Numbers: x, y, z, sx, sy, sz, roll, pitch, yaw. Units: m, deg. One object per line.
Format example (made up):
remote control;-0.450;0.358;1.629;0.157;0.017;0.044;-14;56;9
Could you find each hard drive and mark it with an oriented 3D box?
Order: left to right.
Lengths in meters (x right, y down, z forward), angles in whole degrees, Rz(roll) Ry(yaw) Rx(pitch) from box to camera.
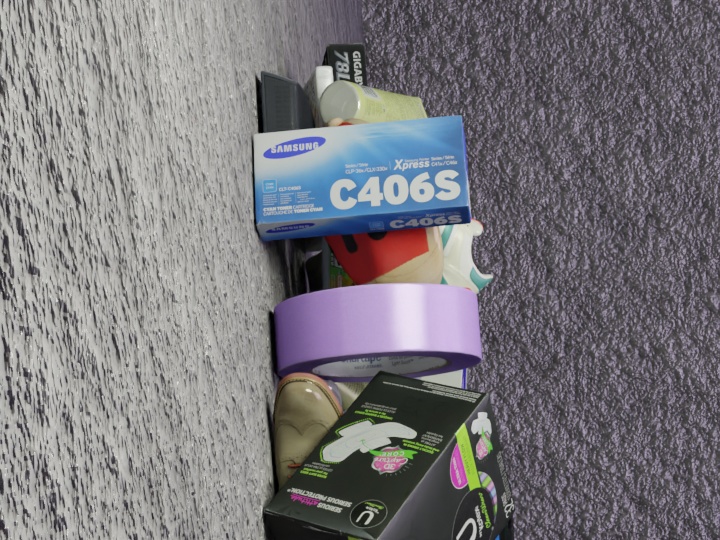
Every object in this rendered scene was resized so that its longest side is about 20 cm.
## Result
hard drive;-0.070;-0.116;1.662;0.200;0.042;0.136;70;16;-76

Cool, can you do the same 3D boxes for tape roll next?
tape roll;0.016;0.063;1.563;0.200;0.198;0.066;68;17;-78

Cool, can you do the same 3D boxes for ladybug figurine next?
ladybug figurine;0.007;-0.054;1.588;0.135;0.072;0.201;-28;-92;52

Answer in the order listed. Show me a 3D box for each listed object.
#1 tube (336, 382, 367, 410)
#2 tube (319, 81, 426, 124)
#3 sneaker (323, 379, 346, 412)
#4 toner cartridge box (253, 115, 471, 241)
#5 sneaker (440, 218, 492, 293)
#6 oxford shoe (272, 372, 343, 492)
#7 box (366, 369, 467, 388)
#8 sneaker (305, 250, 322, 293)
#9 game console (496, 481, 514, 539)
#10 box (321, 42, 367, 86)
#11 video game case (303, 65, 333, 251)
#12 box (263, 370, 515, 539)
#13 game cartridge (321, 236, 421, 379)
tube;-0.008;0.138;1.735;0.200;0.058;0.052;47;64;-25
tube;0.028;-0.166;1.768;0.199;0.052;0.058;3;103;-58
sneaker;-0.039;0.181;1.657;0.200;0.074;0.083;56;34;-60
toner cartridge box;0.001;-0.086;1.512;0.043;0.198;0.096;75;11;-67
sneaker;0.083;-0.055;1.825;0.070;0.093;0.201;-157;-138;-80
oxford shoe;-0.045;0.190;1.483;0.075;0.070;0.201;-76;161;-61
box;0.034;0.102;1.886;0.200;0.182;0.106;-1;94;-85
sneaker;0.000;0.000;1.840;0.200;0.084;0.076;-177;-101;-73
game console;0.101;0.319;1.694;0.170;0.118;0.202;16;-66;59
box;-0.022;-0.133;1.885;0.199;0.049;0.202;111;-26;-71
video game case;-0.049;-0.122;1.843;0.200;0.023;0.184;150;-64;-79
box;0.032;0.215;1.452;0.200;0.124;0.149;-47;133;-39
game cartridge;0.018;0.021;1.704;0.040;0.133;0.202;-28;124;-50
